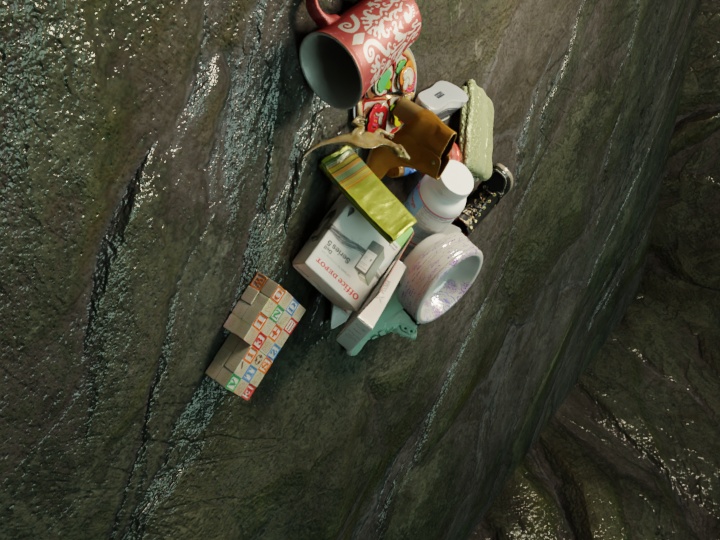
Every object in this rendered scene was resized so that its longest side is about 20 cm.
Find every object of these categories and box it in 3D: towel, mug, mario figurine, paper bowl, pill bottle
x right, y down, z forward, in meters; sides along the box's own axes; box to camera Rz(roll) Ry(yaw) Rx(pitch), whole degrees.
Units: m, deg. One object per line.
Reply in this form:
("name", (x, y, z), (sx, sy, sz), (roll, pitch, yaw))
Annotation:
("towel", (0.269, -0.321, 1.646), (0.147, 0.036, 0.206), (14, 79, -56))
("mug", (0.006, -0.397, 1.178), (0.200, 0.131, 0.180), (-47, 146, -31))
("towel", (0.015, -0.145, 1.317), (0.086, 0.200, 0.018), (-37, 171, -34))
("mario figurine", (0.129, -0.245, 1.536), (0.197, 0.108, 0.123), (-7, 155, -42))
("paper bowl", (0.159, 0.005, 1.517), (0.199, 0.105, 0.202), (-35, 155, -19))
("pill bottle", (0.156, -0.141, 1.512), (0.108, 0.109, 0.200), (-36, 171, -36))

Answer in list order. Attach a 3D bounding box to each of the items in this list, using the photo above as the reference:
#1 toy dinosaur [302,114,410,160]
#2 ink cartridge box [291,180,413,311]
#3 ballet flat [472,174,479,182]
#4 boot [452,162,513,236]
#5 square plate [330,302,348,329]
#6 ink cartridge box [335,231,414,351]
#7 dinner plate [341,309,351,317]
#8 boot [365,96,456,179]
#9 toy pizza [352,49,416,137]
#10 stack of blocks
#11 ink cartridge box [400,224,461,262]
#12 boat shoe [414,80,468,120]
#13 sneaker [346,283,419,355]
("toy dinosaur", (-0.006, -0.240, 1.295), (0.102, 0.194, 0.060), (-94, -173, -61))
("ink cartridge box", (-0.015, -0.045, 1.372), (0.145, 0.084, 0.202), (41, 74, -20))
("ballet flat", (0.233, -0.224, 1.686), (0.198, 0.064, 0.072), (-30, 135, -42))
("boot", (0.296, -0.168, 1.770), (0.151, 0.073, 0.200), (-47, 175, -20))
("square plate", (0.000, 0.000, 1.535), (0.198, 0.028, 0.203), (-29, 134, -43))
("ink cartridge box", (0.042, 0.040, 1.387), (0.174, 0.043, 0.201), (-47, -173, 44))
("dinner plate", (0.012, 0.003, 1.506), (0.199, 0.024, 0.204), (-35, 138, -38))
("boot", (0.095, -0.215, 1.381), (0.070, 0.144, 0.204), (-23, 149, -49))
("toy pizza", (0.056, -0.337, 1.379), (0.199, 0.031, 0.205), (-35, 138, -38))
("stack of blocks", (-0.196, 0.122, 1.302), (0.203, 0.058, 0.115), (-58, 147, -10))
("ink cartridge box", (0.148, -0.013, 1.688), (0.198, 0.086, 0.149), (-32, 136, -38))
("boat shoe", (0.162, -0.343, 1.500), (0.199, 0.071, 0.068), (-39, 166, -51))
("sneaker", (0.061, 0.139, 1.602), (0.202, 0.118, 0.074), (-50, 178, 8))
